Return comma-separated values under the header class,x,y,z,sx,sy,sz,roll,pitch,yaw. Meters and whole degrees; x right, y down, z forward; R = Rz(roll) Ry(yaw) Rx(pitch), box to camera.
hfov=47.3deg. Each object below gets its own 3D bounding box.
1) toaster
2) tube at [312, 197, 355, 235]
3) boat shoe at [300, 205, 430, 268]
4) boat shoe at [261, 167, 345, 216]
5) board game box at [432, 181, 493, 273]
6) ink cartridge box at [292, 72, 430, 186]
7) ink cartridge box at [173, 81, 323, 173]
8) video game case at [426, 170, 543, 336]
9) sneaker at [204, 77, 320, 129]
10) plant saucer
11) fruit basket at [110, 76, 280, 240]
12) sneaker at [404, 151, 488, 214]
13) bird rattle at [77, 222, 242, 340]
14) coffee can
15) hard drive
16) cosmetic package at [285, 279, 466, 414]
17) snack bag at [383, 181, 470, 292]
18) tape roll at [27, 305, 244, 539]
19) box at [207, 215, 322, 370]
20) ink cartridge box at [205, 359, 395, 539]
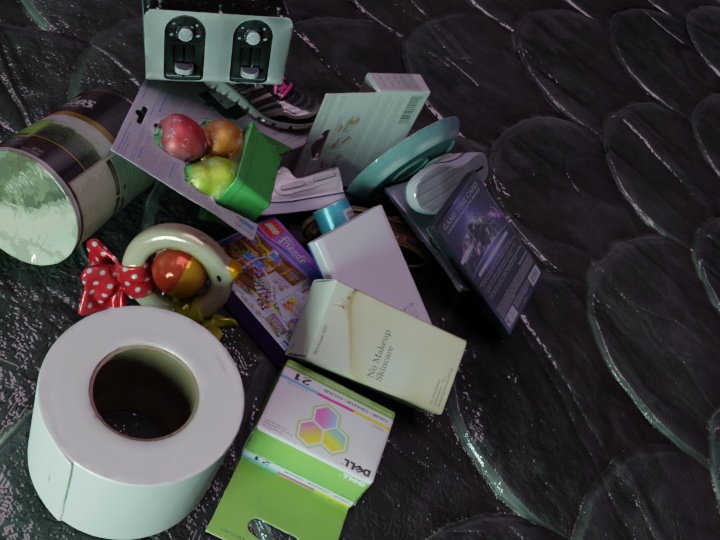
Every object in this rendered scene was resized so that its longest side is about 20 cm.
class,x,y,z,sx,sy,sz,roll,pitch,yaw
toaster,-0.193,-0.330,1.058,0.181,0.119,0.200,-1,46,-17
tube,0.000,0.000,1.125,0.077,0.050,0.200,-28,96,-34
boat shoe,0.014,-0.043,1.184,0.200,0.072,0.068,1,52,-25
boat shoe,-0.114,-0.113,1.166,0.200,0.074,0.065,-10,97,-37
board game box,0.161,-0.083,1.316,0.135,0.035,0.200,2,53,-26
ink cartridge box,-0.013,-0.202,1.212,0.176,0.200,0.045,-8,57,-31
ink cartridge box,-0.178,-0.218,1.226,0.200,0.083,0.147,46,48,15
video game case,0.184,-0.026,1.184,0.200,0.019,0.143,52,49,-17
sneaker,-0.141,-0.275,1.172,0.200,0.087,0.074,30,45,0
plant saucer,0.069,-0.158,1.224,0.200,0.200,0.027,-28,81,-39
fruit basket,-0.203,-0.144,1.034,0.200,0.094,0.185,28,39,-21
sneaker,0.114,-0.127,1.209,0.200,0.071,0.073,-26,110,-50
bird rattle,-0.227,0.010,0.973,0.200,0.163,0.113,38,28,-6
coffee can,-0.348,-0.118,0.994,0.146,0.146,0.200,30,36,0
hard drive,0.019,0.029,1.092,0.132,0.025,0.200,-32,103,-40
cosmetic package,0.021,0.095,1.019,0.200,0.073,0.104,25,78,-24
snack bag,0.151,-0.066,1.245,0.188,0.021,0.200,-19,67,-43
tape roll,-0.234,0.157,0.852,0.202,0.139,0.203,13,49,-16
box,-0.107,0.029,1.087,0.137,0.039,0.200,-29,70,-40
ink cartridge box,-0.061,0.223,0.925,0.148,0.076,0.200,27,45,-4
